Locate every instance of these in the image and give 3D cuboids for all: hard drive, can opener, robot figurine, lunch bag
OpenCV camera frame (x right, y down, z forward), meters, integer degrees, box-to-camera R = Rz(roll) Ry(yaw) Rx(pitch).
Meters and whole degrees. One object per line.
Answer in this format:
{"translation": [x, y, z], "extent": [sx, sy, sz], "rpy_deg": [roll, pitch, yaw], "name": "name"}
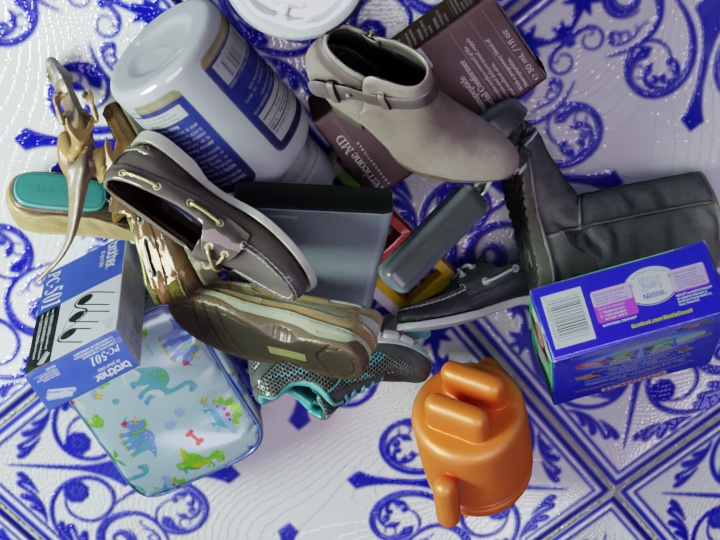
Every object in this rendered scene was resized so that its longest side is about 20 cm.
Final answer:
{"translation": [-0.052, -0.011, 1.360], "extent": [0.138, 0.033, 0.201], "rpy_deg": [3, 146, -6], "name": "hard drive"}
{"translation": [0.086, -0.066, 1.333], "extent": [0.066, 0.053, 0.200], "rpy_deg": [41, 87, -7], "name": "can opener"}
{"translation": [0.115, 0.169, 1.475], "extent": [0.116, 0.145, 0.201], "rpy_deg": [-15, 143, 0], "name": "robot figurine"}
{"translation": [-0.192, 0.114, 1.450], "extent": [0.160, 0.083, 0.201], "rpy_deg": [-26, 118, 6], "name": "lunch bag"}

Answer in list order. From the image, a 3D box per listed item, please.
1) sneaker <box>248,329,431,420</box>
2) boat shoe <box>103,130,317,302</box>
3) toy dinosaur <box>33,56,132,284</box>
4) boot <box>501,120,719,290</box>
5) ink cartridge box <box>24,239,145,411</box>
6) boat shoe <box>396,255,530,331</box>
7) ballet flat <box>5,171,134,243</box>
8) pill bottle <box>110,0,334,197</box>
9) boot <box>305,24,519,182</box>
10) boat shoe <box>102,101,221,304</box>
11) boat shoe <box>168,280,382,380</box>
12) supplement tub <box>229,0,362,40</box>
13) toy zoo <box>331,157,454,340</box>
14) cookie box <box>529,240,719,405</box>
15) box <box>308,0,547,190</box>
{"translation": [-0.024, 0.101, 1.419], "extent": [0.198, 0.092, 0.078], "rpy_deg": [9, 158, -23], "name": "sneaker"}
{"translation": [-0.128, -0.035, 1.252], "extent": [0.200, 0.060, 0.072], "rpy_deg": [40, 149, 1], "name": "boat shoe"}
{"translation": [-0.250, -0.093, 1.320], "extent": [0.060, 0.106, 0.202], "rpy_deg": [3, 81, -28], "name": "toy dinosaur"}
{"translation": [0.241, -0.072, 1.415], "extent": [0.198, 0.073, 0.183], "rpy_deg": [-12, 92, -10], "name": "boot"}
{"translation": [-0.247, 0.044, 1.350], "extent": [0.093, 0.200, 0.044], "rpy_deg": [-26, 115, 7], "name": "ink cartridge box"}
{"translation": [0.125, 0.015, 1.444], "extent": [0.198, 0.076, 0.061], "rpy_deg": [-13, 89, -14], "name": "boat shoe"}
{"translation": [-0.232, -0.056, 1.391], "extent": [0.198, 0.069, 0.063], "rpy_deg": [8, 147, -6], "name": "ballet flat"}
{"translation": [-0.116, -0.132, 1.322], "extent": [0.119, 0.120, 0.200], "rpy_deg": [-36, 124, 11], "name": "pill bottle"}
{"translation": [0.046, -0.139, 1.238], "extent": [0.198, 0.146, 0.071], "rpy_deg": [18, 76, 3], "name": "boot"}
{"translation": [-0.197, -0.065, 1.324], "extent": [0.068, 0.201, 0.072], "rpy_deg": [-27, 160, -1], "name": "boat shoe"}
{"translation": [-0.075, 0.040, 1.340], "extent": [0.199, 0.076, 0.072], "rpy_deg": [17, 144, 15], "name": "boat shoe"}
{"translation": [-0.058, -0.272, 1.223], "extent": [0.121, 0.200, 0.124], "rpy_deg": [-2, 113, -6], "name": "supplement tub"}
{"translation": [0.000, 0.000, 1.454], "extent": [0.131, 0.020, 0.200], "rpy_deg": [-43, 112, 14], "name": "toy zoo"}
{"translation": [0.252, 0.055, 1.411], "extent": [0.170, 0.200, 0.076], "rpy_deg": [-16, 71, 2], "name": "cookie box"}
{"translation": [0.059, -0.167, 1.356], "extent": [0.199, 0.075, 0.100], "rpy_deg": [-35, 114, 12], "name": "box"}
